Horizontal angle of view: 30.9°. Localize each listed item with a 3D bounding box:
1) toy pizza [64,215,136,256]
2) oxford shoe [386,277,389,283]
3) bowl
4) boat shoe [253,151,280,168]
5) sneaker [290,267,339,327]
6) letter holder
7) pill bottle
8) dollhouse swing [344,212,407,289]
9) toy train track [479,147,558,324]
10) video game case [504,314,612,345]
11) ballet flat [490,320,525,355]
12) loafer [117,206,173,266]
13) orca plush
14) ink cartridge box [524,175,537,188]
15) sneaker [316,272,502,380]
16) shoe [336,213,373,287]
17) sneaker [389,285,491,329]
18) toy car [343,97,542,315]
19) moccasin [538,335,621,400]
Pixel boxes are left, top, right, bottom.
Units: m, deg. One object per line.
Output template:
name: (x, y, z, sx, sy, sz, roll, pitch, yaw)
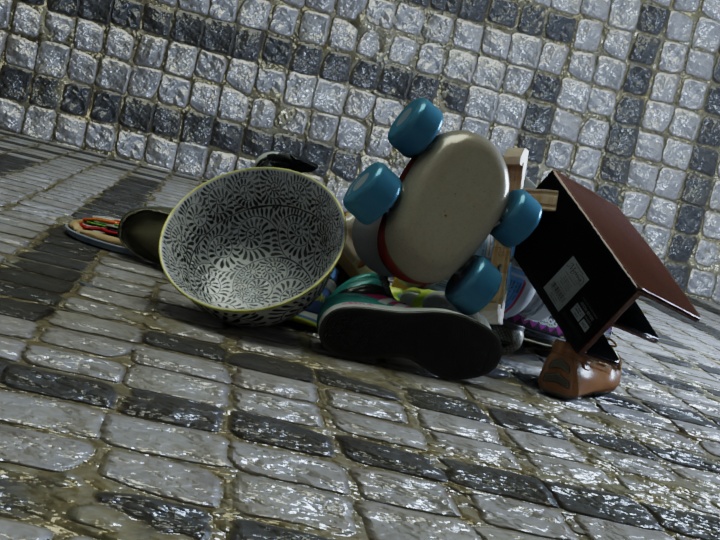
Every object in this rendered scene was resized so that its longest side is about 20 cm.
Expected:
toy pizza: (-0.302, -0.047, 1.773, 0.197, 0.032, 0.200, 14, 6, -2)
oxford shoe: (-0.040, -0.013, 1.821, 0.198, 0.086, 0.072, 12, 4, -30)
bowl: (-0.108, -0.006, 1.382, 0.198, 0.202, 0.095, 16, -37, 20)
boat shoe: (-0.098, -0.054, 1.711, 0.075, 0.202, 0.061, -18, 25, 8)
sneaker: (-0.057, 0.015, 1.526, 0.073, 0.083, 0.200, 11, 5, -3)
letter holder: (0.271, 0.005, 1.468, 0.141, 0.101, 0.201, 20, 31, -41)
pill bottle: (0.145, -0.007, 1.566, 0.198, 0.110, 0.109, 19, 3, -25)
dollhouse swing: (0.093, -0.041, 1.813, 0.180, 0.177, 0.200, -30, -2, 5)
toy train track: (0.157, -0.042, 1.461, 0.114, 0.203, 0.032, 4, -10, 35)
video game case: (0.225, 0.068, 1.737, 0.179, 0.036, 0.200, 16, -4, -2)
ballet flat: (0.121, 0.072, 1.636, 0.198, 0.047, 0.067, 14, -1, 42)
loafer: (-0.219, -0.034, 1.628, 0.198, 0.076, 0.070, 16, 2, 15)
orca plush: (-0.095, -0.034, 1.481, 0.105, 0.201, 0.071, 2, 37, -50)
ink cartridge box: (0.259, -0.027, 1.755, 0.200, 0.083, 0.145, 45, 2, 10)
sneaker: (0.044, 0.059, 1.384, 0.197, 0.085, 0.121, 11, 16, -13)
shoe: (0.000, 0.000, 1.570, 0.070, 0.053, 0.201, 35, -14, 31)
sneaker: (0.096, 0.059, 1.503, 0.104, 0.077, 0.199, 9, 7, -44)
toy car: (0.058, -0.059, 1.429, 0.184, 0.178, 0.199, 40, -21, -17)
moccasin: (0.255, 0.098, 1.489, 0.073, 0.079, 0.201, 18, 7, 30)
